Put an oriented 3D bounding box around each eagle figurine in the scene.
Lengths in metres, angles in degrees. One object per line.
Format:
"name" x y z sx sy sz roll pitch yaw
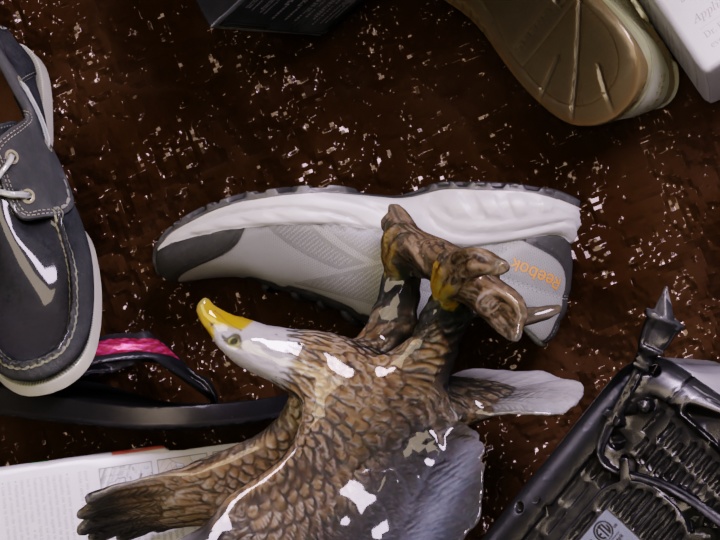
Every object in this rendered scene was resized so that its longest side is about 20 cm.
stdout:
"eagle figurine" -0.016 0.070 0.715 0.151 0.152 0.201 32 90 21

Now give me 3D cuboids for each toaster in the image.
"toaster" 0.142 0.141 0.712 0.181 0.119 0.200 41 104 17

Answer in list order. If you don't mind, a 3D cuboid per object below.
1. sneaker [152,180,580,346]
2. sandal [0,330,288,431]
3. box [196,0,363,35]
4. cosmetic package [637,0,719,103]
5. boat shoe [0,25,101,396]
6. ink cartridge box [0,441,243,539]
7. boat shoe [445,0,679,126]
"sneaker" 0.000 0.000 0.796 0.199 0.074 0.080 0 90 11
"sandal" -0.131 0.049 0.816 0.199 0.075 0.045 4 86 14
"box" -0.011 -0.228 0.766 0.200 0.086 0.164 -37 72 32
"cosmetic package" 0.142 -0.187 0.786 0.101 0.074 0.201 -32 78 7
"boat shoe" -0.170 -0.035 0.805 0.071 0.068 0.201 -20 62 5
"ink cartridge box" -0.118 0.140 0.806 0.199 0.050 0.110 -6 83 -15
"boat shoe" 0.071 -0.151 0.808 0.201 0.063 0.073 51 121 17
